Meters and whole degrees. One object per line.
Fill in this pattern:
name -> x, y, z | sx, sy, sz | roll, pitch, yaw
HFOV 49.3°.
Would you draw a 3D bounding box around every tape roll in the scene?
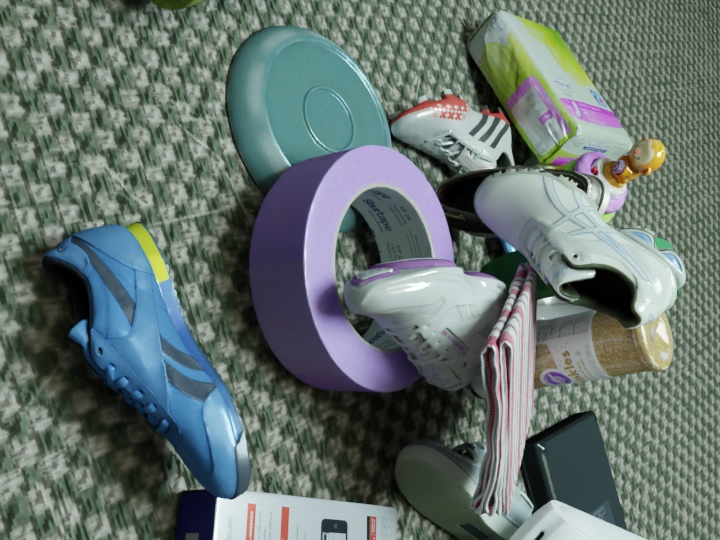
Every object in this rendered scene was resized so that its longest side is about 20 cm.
tape roll -> 0.000, 0.000, 0.666 | 0.199, 0.065, 0.204 | 6, 82, -50
tape roll -> 0.225, 0.015, 0.818 | 0.199, 0.199, 0.049 | 11, 69, -43

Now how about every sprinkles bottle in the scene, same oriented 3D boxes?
sprinkles bottle -> 0.197, 0.078, 0.767 | 0.068, 0.198, 0.069 | 18, 63, -42

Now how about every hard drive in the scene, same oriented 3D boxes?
hard drive -> 0.247, 0.272, 0.876 | 0.138, 0.033, 0.203 | -10, 84, -47

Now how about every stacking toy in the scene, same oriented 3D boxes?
stacking toy -> 0.245, -0.083, 0.847 | 0.108, 0.200, 0.118 | 21, 59, -23

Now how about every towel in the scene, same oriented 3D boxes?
towel -> 0.124, 0.089, 0.656 | 0.200, 0.029, 0.149 | -45, 136, -64

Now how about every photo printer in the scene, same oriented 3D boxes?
photo printer -> 0.189, 0.304, 0.725 | 0.199, 0.069, 0.167 | 31, 97, -35

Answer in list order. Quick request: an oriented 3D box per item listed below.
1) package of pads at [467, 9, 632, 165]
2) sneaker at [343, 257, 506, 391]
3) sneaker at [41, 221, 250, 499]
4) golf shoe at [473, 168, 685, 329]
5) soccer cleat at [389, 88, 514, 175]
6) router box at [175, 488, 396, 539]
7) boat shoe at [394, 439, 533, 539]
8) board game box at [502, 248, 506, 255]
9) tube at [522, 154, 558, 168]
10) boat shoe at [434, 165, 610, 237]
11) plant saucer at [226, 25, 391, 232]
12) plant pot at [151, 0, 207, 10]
package of pads -> 0.230, -0.218, 0.963 | 0.153, 0.068, 0.202 | -1, 57, -47
sneaker -> 0.062, 0.045, 0.627 | 0.199, 0.074, 0.101 | 12, 77, -49
sneaker -> -0.142, 0.065, 0.511 | 0.078, 0.066, 0.202 | -22, 80, -39
golf shoe -> 0.174, -0.021, 0.673 | 0.097, 0.198, 0.079 | -35, 146, -46
soccer cleat -> 0.108, -0.138, 0.849 | 0.199, 0.068, 0.087 | -4, 75, -51
router box -> -0.051, 0.266, 0.558 | 0.178, 0.048, 0.203 | 21, 62, -40
boat shoe -> 0.101, 0.201, 0.730 | 0.201, 0.069, 0.072 | 46, 44, -32
board game box -> 0.249, -0.002, 0.981 | 0.199, 0.019, 0.104 | 40, 52, -30
tube -> 0.279, -0.063, 0.992 | 0.200, 0.052, 0.058 | 49, 33, -14
boat shoe -> 0.152, -0.070, 0.777 | 0.059, 0.199, 0.073 | 25, 78, -32
plant saucer -> -0.035, -0.136, 0.729 | 0.198, 0.027, 0.204 | 17, 66, -41
plant pot -> -0.103, -0.302, 0.614 | 0.184, 0.199, 0.202 | -40, 106, -33
